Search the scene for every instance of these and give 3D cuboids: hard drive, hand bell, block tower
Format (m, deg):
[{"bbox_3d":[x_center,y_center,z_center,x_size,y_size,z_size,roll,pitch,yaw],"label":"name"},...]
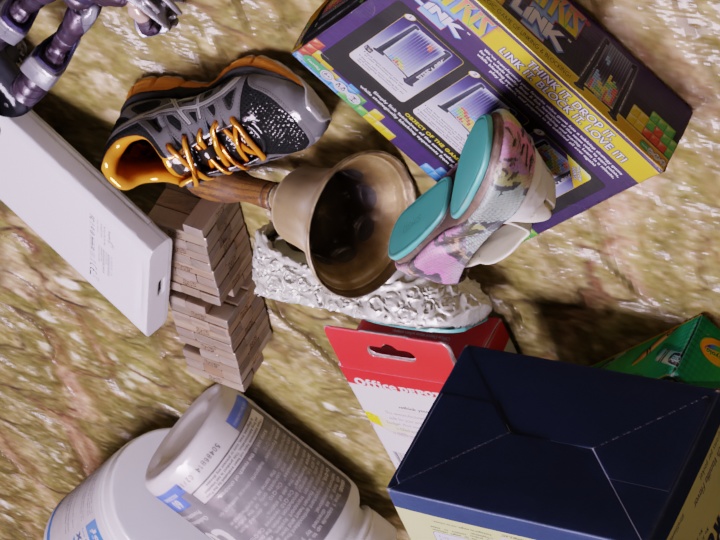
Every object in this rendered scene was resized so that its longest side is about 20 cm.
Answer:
[{"bbox_3d":[-0.222,-0.050,1.798,0.200,0.026,0.132,42,154,16],"label":"hard drive"},{"bbox_3d":[-0.065,-0.055,1.684,0.200,0.104,0.104,19,149,44],"label":"hand bell"},{"bbox_3d":[-0.116,0.007,1.819,0.058,0.054,0.200,18,146,20],"label":"block tower"}]

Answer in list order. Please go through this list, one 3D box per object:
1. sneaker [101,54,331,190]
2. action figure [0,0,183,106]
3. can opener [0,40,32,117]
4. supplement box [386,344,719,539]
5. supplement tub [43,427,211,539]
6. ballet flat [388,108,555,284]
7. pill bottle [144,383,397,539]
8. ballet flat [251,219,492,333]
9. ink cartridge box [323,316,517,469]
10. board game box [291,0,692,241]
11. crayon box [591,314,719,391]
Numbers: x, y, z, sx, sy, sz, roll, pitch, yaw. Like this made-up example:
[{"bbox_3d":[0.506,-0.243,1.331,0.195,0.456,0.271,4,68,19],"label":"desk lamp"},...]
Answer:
[{"bbox_3d":[-0.101,-0.093,1.643,0.200,0.077,0.078,-7,131,44],"label":"sneaker"},{"bbox_3d":[-0.193,-0.191,1.599,0.130,0.069,0.200,46,143,-10],"label":"action figure"},{"bbox_3d":[-0.307,-0.186,1.709,0.063,0.079,0.200,-17,112,45],"label":"can opener"},{"bbox_3d":[0.156,0.179,1.633,0.199,0.134,0.200,10,143,31],"label":"supplement box"},{"bbox_3d":[-0.198,0.229,2.131,0.132,0.132,0.200,36,149,-8],"label":"supplement tub"},{"bbox_3d":[0.079,-0.042,1.474,0.071,0.069,0.200,17,154,-12],"label":"ballet flat"},{"bbox_3d":[-0.073,0.196,1.991,0.200,0.114,0.114,39,148,-12],"label":"pill bottle"},{"bbox_3d":[0.000,0.000,1.702,0.199,0.072,0.072,8,142,33],"label":"ballet flat"},{"bbox_3d":[0.063,0.091,1.769,0.116,0.067,0.200,7,141,33],"label":"ink cartridge box"},{"bbox_3d":[0.080,-0.117,1.473,0.200,0.057,0.165,41,146,-15],"label":"board game box"},{"bbox_3d":[0.216,0.114,1.677,0.119,0.058,0.200,39,148,-12],"label":"crayon box"}]
